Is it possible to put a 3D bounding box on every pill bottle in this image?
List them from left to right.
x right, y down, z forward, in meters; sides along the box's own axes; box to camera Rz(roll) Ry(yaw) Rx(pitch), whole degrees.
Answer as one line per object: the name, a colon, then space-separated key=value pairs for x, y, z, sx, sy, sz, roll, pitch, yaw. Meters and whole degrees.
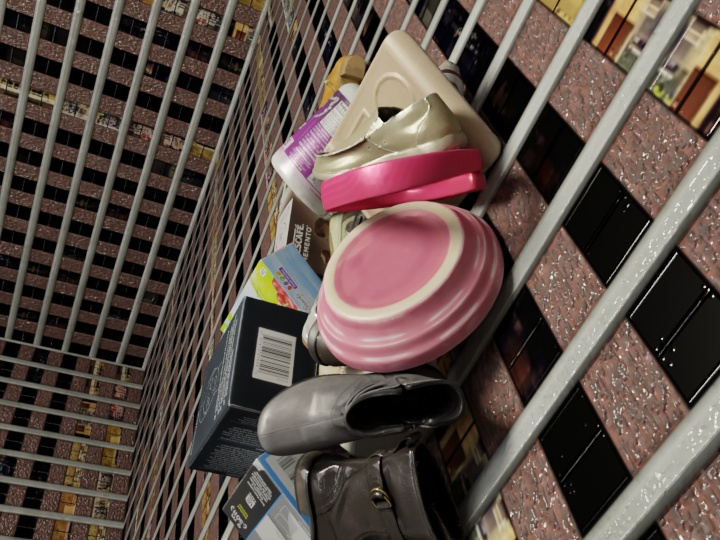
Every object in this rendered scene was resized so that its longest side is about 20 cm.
pill bottle: x=-0.018 y=-0.181 z=1.014 sx=0.200 sy=0.112 sz=0.113 roll=-43 pitch=26 yaw=6

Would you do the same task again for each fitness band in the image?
fitness band: x=0.039 y=-0.087 z=0.738 sx=0.199 sy=0.141 sz=0.038 roll=174 pitch=89 yaw=-69

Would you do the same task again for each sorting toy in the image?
sorting toy: x=0.054 y=-0.138 z=0.854 sx=0.186 sy=0.036 sz=0.201 roll=53 pitch=135 yaw=15

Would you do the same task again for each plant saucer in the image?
plant saucer: x=0.039 y=0.003 z=0.724 sx=0.197 sy=0.051 sz=0.203 roll=-20 pitch=41 yaw=18

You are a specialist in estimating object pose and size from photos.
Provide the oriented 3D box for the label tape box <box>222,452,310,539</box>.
label tape box: x=-0.092 y=0.313 z=0.887 sx=0.145 sy=0.063 sz=0.201 roll=48 pitch=133 yaw=16

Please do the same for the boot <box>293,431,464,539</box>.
boot: x=0.024 y=0.251 z=0.694 sx=0.172 sy=0.069 sz=0.204 roll=-12 pitch=99 yaw=43

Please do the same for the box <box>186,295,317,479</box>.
box: x=-0.136 y=0.157 z=0.942 sx=0.201 sy=0.105 sz=0.151 roll=128 pitch=152 yaw=-47

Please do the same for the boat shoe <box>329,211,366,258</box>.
boat shoe: x=0.000 y=0.000 z=0.971 sx=0.065 sy=0.072 sz=0.204 roll=-23 pitch=53 yaw=22

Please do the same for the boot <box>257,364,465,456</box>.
boot: x=-0.009 y=0.125 z=0.667 sx=0.132 sy=0.196 sz=0.071 roll=56 pitch=-165 yaw=-86

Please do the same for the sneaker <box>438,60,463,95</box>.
sneaker: x=0.066 y=-0.174 z=0.929 sx=0.199 sy=0.074 sz=0.091 roll=-37 pitch=35 yaw=50

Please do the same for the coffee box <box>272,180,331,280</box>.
coffee box: x=-0.068 y=-0.069 z=1.144 sx=0.080 sy=0.111 sz=0.204 roll=139 pitch=142 yaw=-57

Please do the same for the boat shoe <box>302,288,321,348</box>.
boat shoe: x=-0.001 y=0.012 z=0.875 sx=0.070 sy=0.070 sz=0.201 roll=101 pitch=-164 yaw=-46

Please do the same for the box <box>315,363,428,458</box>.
box: x=0.004 y=0.146 z=0.837 sx=0.199 sy=0.076 sz=0.097 roll=-177 pitch=103 yaw=-70

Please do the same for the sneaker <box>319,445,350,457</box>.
sneaker: x=-0.068 y=0.259 z=0.968 sx=0.200 sy=0.079 sz=0.090 roll=-178 pitch=94 yaw=-72

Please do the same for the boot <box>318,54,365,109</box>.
boot: x=-0.044 y=-0.281 z=1.319 sx=0.144 sy=0.070 sz=0.205 roll=-154 pitch=83 yaw=-76

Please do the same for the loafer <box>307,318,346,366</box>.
loafer: x=0.031 y=0.033 z=0.801 sx=0.071 sy=0.073 sz=0.201 roll=20 pitch=63 yaw=46

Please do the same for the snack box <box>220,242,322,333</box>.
snack box: x=-0.103 y=0.089 z=1.054 sx=0.169 sy=0.067 sz=0.201 roll=50 pitch=140 yaw=11

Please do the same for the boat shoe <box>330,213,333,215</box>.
boat shoe: x=0.000 y=-0.159 z=1.092 sx=0.092 sy=0.074 sz=0.204 roll=-27 pitch=60 yaw=43

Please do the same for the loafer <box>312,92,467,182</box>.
loafer: x=0.026 y=-0.141 z=0.804 sx=0.197 sy=0.075 sz=0.070 roll=-9 pitch=96 yaw=38
